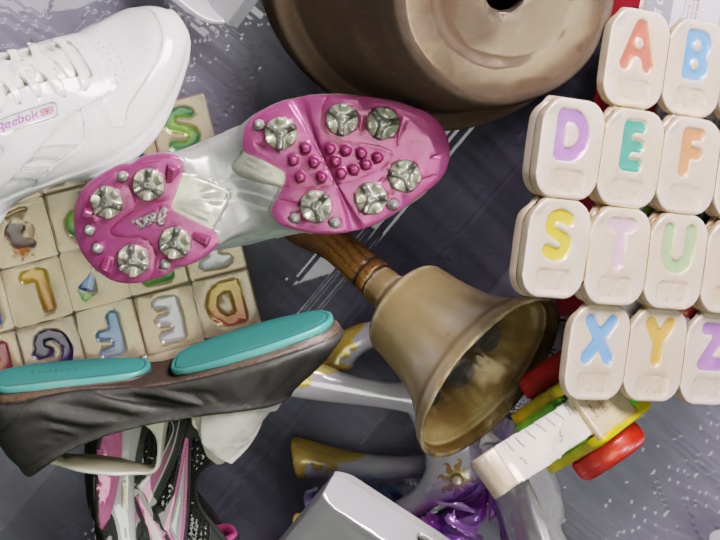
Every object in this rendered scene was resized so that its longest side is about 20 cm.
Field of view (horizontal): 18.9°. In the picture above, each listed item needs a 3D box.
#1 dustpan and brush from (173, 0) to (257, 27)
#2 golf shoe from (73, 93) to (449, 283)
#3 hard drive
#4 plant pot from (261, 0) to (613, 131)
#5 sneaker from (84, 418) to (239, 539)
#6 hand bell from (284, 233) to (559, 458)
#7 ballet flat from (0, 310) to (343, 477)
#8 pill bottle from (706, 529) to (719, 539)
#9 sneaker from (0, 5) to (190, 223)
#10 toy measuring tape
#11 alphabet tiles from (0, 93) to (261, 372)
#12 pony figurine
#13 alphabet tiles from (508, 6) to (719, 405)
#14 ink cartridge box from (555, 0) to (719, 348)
[{"bbox_3d":[-0.113,-0.233,1.123,0.057,0.140,0.200,-27,76,-43],"label":"dustpan and brush"},{"bbox_3d":[-0.051,-0.050,1.146,0.199,0.092,0.076,-12,97,4],"label":"golf shoe"},{"bbox_3d":[0.003,0.196,1.215,0.132,0.200,0.026,34,53,-2],"label":"hard drive"},{"bbox_3d":[0.054,-0.156,1.131,0.199,0.175,0.201,-3,108,-11],"label":"plant pot"},{"bbox_3d":[-0.111,0.173,1.243,0.086,0.080,0.201,-2,107,-13],"label":"sneaker"},{"bbox_3d":[0.000,0.000,1.176,0.104,0.200,0.104,-38,152,-25],"label":"hand bell"},{"bbox_3d":[-0.101,0.071,1.163,0.199,0.068,0.069,-10,105,9],"label":"ballet flat"},{"bbox_3d":[0.223,0.265,1.321,0.112,0.112,0.201,12,103,-15],"label":"pill bottle"},{"bbox_3d":[-0.176,-0.082,1.127,0.200,0.075,0.100,-35,148,-9],"label":"sneaker"},{"bbox_3d":[0.096,0.085,1.115,0.073,0.200,0.074,11,111,30],"label":"toy measuring tape"},{"bbox_3d":[-0.150,-0.013,1.192,0.166,0.006,0.201,-14,94,-8],"label":"alphabet tiles"},{"bbox_3d":[0.058,0.107,1.234,0.199,0.167,0.194,-8,99,6],"label":"pony figurine"},{"bbox_3d":[0.160,-0.029,1.099,0.199,0.015,0.196,5,94,-35],"label":"alphabet tiles"},{"bbox_3d":[0.178,-0.060,1.177,0.175,0.084,0.201,15,84,-35],"label":"ink cartridge box"}]
